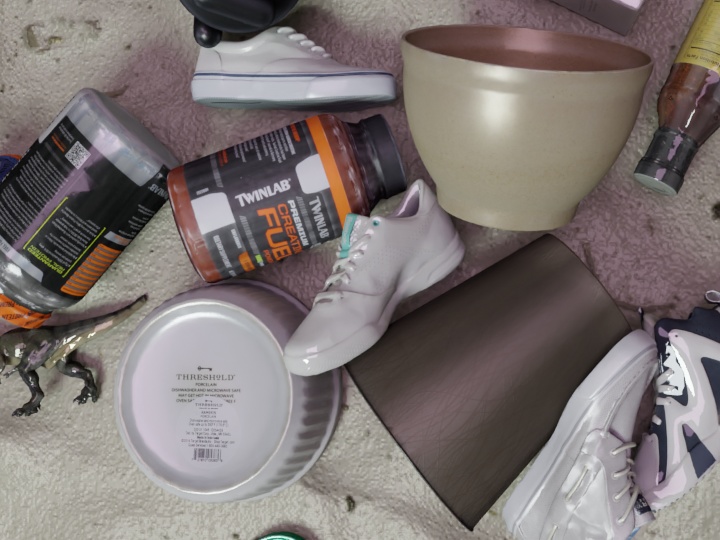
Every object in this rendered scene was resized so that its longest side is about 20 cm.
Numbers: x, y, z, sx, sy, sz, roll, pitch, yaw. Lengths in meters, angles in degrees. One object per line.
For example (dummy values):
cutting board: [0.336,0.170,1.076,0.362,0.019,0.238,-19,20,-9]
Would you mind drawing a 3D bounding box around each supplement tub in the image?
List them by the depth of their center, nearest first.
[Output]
supplement tub: [-0.061,-0.070,0.759,0.196,0.107,0.109,-21,83,-2]
supplement tub: [-0.266,-0.054,0.793,0.122,0.122,0.200,43,93,10]

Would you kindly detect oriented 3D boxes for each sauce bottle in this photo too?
sauce bottle: [0.292,-0.162,0.732,0.065,0.066,0.203,26,93,11]

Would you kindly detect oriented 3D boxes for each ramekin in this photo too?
ramekin: [-0.120,0.106,0.765,0.195,0.105,0.205,-1,86,9]

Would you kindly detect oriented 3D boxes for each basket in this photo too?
basket: [0.111,0.076,0.715,0.199,0.136,0.181,-40,85,1]

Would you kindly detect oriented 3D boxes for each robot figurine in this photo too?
robot figurine: [-0.110,-0.286,0.750,0.148,0.125,0.202,-28,39,12]

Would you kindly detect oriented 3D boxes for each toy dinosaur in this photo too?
toy dinosaur: [-0.294,0.088,0.829,0.196,0.047,0.090,-14,77,6]

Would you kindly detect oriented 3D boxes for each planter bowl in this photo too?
planter bowl: [0.126,-0.114,0.706,0.196,0.201,0.138,8,113,10]

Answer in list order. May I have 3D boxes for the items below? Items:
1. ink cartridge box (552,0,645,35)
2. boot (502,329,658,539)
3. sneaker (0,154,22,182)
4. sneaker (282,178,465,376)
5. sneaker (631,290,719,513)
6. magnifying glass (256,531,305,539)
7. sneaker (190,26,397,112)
ink cartridge box: [0.175,-0.309,0.761,0.198,0.067,0.118,30,91,9]
boot: [0.194,0.152,0.669,0.095,0.073,0.203,41,118,33]
sneaker: [-0.392,-0.029,0.836,0.074,0.078,0.203,29,91,11]
sneaker: [0.000,0.000,0.714,0.199,0.075,0.090,-41,116,-30]
sneaker: [0.251,0.100,0.715,0.199,0.079,0.130,-44,73,12]
magnifying glass: [-0.114,0.322,0.791,0.080,0.022,0.200,45,95,10]
sneaker: [-0.062,-0.186,0.791,0.195,0.073,0.073,4,91,11]
